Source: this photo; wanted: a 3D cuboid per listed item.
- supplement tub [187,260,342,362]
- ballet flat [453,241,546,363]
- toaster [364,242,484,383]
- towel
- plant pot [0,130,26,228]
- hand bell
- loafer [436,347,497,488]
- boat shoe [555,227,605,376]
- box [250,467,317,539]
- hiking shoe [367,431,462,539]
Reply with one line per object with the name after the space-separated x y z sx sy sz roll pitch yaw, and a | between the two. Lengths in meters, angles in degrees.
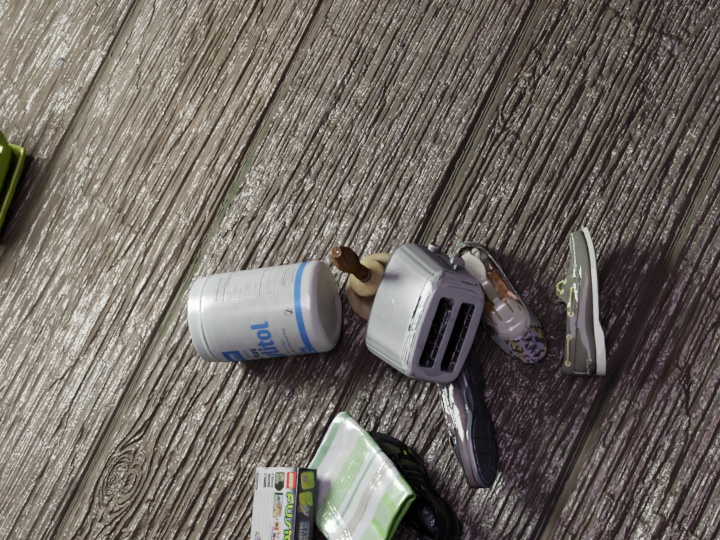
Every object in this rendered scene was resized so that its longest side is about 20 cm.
-0.137 0.062 1.579 0.197 0.132 0.134 -8 74 17 | supplement tub
0.188 0.042 1.509 0.072 0.072 0.202 -34 69 7 | ballet flat
0.086 0.069 1.479 0.129 0.112 0.202 33 105 60 | toaster
-0.013 0.301 1.465 0.200 0.030 0.151 42 108 52 | towel
-0.683 -0.159 1.789 0.197 0.181 0.202 14 81 20 | plant pot
0.000 0.000 1.511 0.103 0.200 0.106 -5 74 16 | hand bell
0.142 0.205 1.492 0.062 0.072 0.203 -22 63 32 | loafer
0.296 0.042 1.471 0.059 0.072 0.205 -6 78 12 | boat shoe
-0.112 0.379 1.512 0.109 0.034 0.203 -12 69 50 | box
0.059 0.292 1.469 0.076 0.101 0.200 -45 68 1 | hiking shoe
